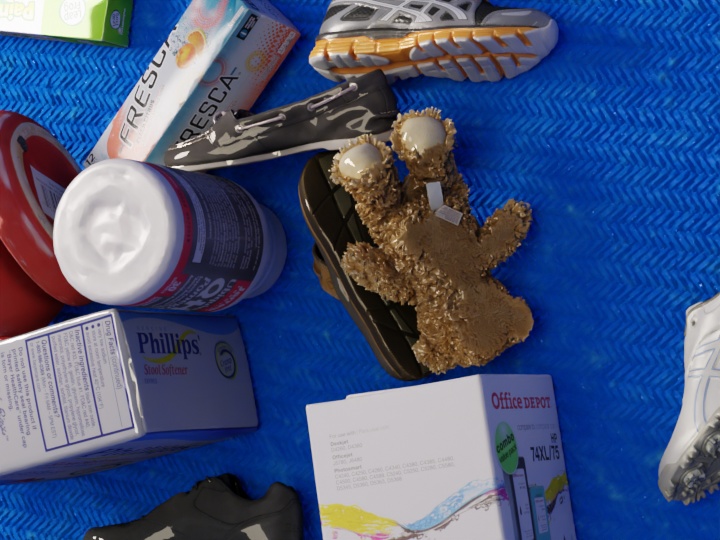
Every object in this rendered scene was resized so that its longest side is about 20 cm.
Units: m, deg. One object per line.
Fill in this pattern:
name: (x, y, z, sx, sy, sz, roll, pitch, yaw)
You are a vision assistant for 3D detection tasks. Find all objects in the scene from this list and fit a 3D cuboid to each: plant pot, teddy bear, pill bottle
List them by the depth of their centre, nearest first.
teddy bear: (0.055, -0.023, 1.500, 0.145, 0.067, 0.200, -43, 96, -13)
pill bottle: (-0.140, -0.023, 1.540, 0.111, 0.200, 0.111, -2, 86, 27)
plant pot: (-0.320, -0.026, 1.637, 0.182, 0.200, 0.201, -28, 75, 14)

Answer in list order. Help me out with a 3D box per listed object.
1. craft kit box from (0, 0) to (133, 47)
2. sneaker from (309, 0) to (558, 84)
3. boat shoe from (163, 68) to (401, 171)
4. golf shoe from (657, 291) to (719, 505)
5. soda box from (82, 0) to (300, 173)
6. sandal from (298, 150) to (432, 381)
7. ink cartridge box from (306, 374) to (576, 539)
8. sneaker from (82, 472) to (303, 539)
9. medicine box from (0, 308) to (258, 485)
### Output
craft kit box: (-0.280, -0.301, 1.716, 0.200, 0.048, 0.198, 8, 93, 27)
sneaker: (0.056, -0.192, 1.526, 0.200, 0.078, 0.077, 1, 70, 21)
boat shoe: (-0.064, -0.117, 1.558, 0.200, 0.067, 0.057, -8, 97, 18)
golf shoe: (0.263, 0.071, 1.418, 0.097, 0.078, 0.200, 39, 99, 41)
soda box: (-0.139, -0.139, 1.614, 0.200, 0.068, 0.064, -54, 50, 13)
sandal: (0.000, 0.000, 1.550, 0.055, 0.082, 0.200, -37, 74, 47)
ink cartridge box: (0.065, 0.184, 1.456, 0.146, 0.147, 0.200, -12, 82, 26)
sneaker: (-0.132, 0.210, 1.603, 0.200, 0.076, 0.091, -2, 76, 19)
medicine box: (-0.216, 0.103, 1.580, 0.200, 0.182, 0.103, -16, 81, 25)
